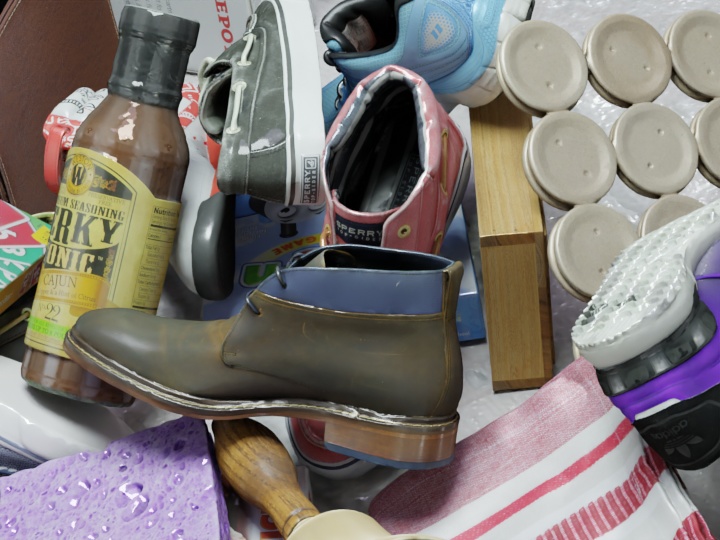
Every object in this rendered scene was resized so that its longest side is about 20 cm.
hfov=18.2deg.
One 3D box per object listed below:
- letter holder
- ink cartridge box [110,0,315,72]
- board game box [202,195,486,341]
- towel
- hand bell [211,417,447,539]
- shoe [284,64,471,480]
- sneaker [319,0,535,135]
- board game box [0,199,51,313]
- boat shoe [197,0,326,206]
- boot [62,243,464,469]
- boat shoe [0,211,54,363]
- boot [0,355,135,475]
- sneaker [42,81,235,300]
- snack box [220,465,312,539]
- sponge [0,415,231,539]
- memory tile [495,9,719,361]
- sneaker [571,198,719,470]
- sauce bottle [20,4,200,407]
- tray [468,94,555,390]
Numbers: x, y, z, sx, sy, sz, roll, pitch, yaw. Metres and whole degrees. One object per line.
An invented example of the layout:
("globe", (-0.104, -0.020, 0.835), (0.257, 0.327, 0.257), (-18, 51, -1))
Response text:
("letter holder", (-0.227, -0.113, 1.368), (0.100, 0.143, 0.200), (1, 38, 15))
("ink cartridge box", (-0.140, -0.216, 1.485), (0.199, 0.147, 0.083), (10, 38, 25))
("board game box", (-0.015, -0.022, 1.280), (0.151, 0.037, 0.200), (-10, 37, 2))
("towel", (0.085, 0.133, 1.009), (0.144, 0.023, 0.200), (-35, 37, 9))
("hand bell", (-0.026, 0.115, 1.032), (0.104, 0.105, 0.200), (-21, 33, -14))
("shoe", (0.000, 0.000, 1.125), (0.071, 0.091, 0.201), (13, 76, 19))
("sneaker", (0.015, -0.121, 1.230), (0.090, 0.200, 0.079), (25, 64, -18))
("board game box", (-0.238, 0.007, 1.151), (0.095, 0.030, 0.200), (27, 33, 9))
("boat shoe", (-0.056, -0.099, 1.213), (0.063, 0.071, 0.200), (0, 28, -6))
("boot", (-0.042, 0.022, 1.073), (0.199, 0.097, 0.075), (13, 17, 10))
("boat shoe", (-0.176, 0.005, 1.264), (0.071, 0.061, 0.201), (8, 40, 25))
("boot", (-0.215, 0.089, 1.163), (0.199, 0.091, 0.073), (24, 15, 4))
("sneaker", (-0.123, -0.043, 1.241), (0.107, 0.068, 0.202), (-1, 31, -2))
("snack box", (-0.060, 0.167, 1.044), (0.072, 0.024, 0.200), (-6, 36, 4))
("sponge", (-0.160, 0.140, 1.078), (0.199, 0.030, 0.112), (-19, 35, 4))
("memory tile", (0.154, -0.036, 1.139), (0.153, 0.017, 0.201), (-8, 75, -25))
("sneaker", (0.162, 0.033, 1.049), (0.069, 0.100, 0.200), (-28, 8, 32))
("sauce bottle", (-0.124, -0.034, 1.145), (0.064, 0.201, 0.065), (12, 1, 0))
("tray", (0.080, -0.037, 1.223), (0.037, 0.099, 0.200), (-5, 36, 4))
